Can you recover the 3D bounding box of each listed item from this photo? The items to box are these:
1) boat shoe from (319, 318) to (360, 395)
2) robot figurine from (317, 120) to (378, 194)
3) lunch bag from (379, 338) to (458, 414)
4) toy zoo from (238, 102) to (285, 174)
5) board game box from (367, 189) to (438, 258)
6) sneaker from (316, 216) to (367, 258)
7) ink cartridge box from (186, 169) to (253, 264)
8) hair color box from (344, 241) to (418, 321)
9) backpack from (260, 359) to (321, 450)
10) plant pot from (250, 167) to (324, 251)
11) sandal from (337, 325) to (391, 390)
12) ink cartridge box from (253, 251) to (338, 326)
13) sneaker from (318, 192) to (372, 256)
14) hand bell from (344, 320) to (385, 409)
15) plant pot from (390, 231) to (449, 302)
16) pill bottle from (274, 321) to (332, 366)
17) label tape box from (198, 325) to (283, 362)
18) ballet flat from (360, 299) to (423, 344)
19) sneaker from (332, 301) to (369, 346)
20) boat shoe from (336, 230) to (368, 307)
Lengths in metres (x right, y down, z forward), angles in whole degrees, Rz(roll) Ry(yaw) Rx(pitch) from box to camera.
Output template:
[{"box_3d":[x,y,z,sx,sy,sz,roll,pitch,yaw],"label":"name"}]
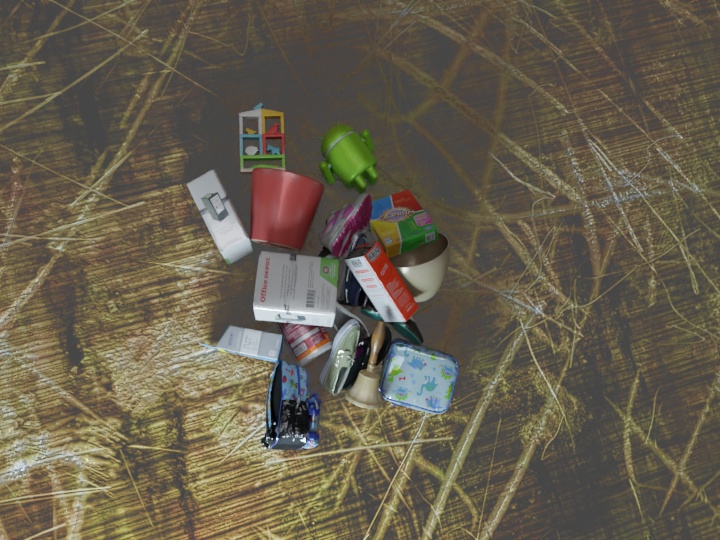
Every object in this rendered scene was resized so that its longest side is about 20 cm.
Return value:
[{"box_3d":[-0.041,0.223,1.484,0.062,0.071,0.205,36,112,35],"label":"boat shoe"},{"box_3d":[-0.031,-0.312,1.602,0.174,0.116,0.202,-38,84,-7],"label":"robot figurine"},{"box_3d":[0.148,0.278,1.515,0.193,0.082,0.166,15,90,-4],"label":"lunch bag"},{"box_3d":[-0.277,-0.374,1.636,0.126,0.020,0.208,-2,79,-7],"label":"toy zoo"},{"box_3d":[0.101,-0.129,1.561,0.149,0.041,0.202,-20,42,-9],"label":"board game box"},{"box_3d":[-0.081,-0.083,1.579,0.199,0.071,0.100,-40,84,-18],"label":"sneaker"},{"box_3d":[-0.362,-0.136,1.516,0.082,0.146,0.204,-27,82,-9],"label":"ink cartridge box"},{"box_3d":[0.053,0.032,1.459,0.061,0.100,0.203,-43,109,-27],"label":"hair color box"},{"box_3d":[-0.169,0.331,1.437,0.130,0.183,0.207,6,66,-13],"label":"backpack"},{"box_3d":[-0.205,-0.153,1.525,0.193,0.200,0.184,12,88,-4],"label":"plant pot"},{"box_3d":[0.007,0.226,1.499,0.202,0.048,0.075,-50,49,4],"label":"sandal"},{"box_3d":[-0.156,0.046,1.420,0.193,0.085,0.150,6,65,-6],"label":"ink cartridge box"},{"box_3d":[-0.042,-0.133,1.517,0.086,0.083,0.201,22,58,29],"label":"sneaker"},{"box_3d":[0.032,0.224,1.439,0.101,0.104,0.207,13,99,-3],"label":"hand bell"},{"box_3d":[0.148,0.001,1.540,0.195,0.201,0.138,-20,117,-9],"label":"plant pot"},{"box_3d":[-0.161,0.134,1.503,0.107,0.110,0.204,-28,83,-11],"label":"pill bottle"},{"box_3d":[-0.294,0.180,1.462,0.193,0.143,0.068,14,77,-3],"label":"label tape box"},{"box_3d":[0.093,0.122,1.558,0.196,0.068,0.070,30,68,0],"label":"ballet flat"},{"box_3d":[-0.048,0.129,1.542,0.073,0.085,0.201,-41,108,1],"label":"sneaker"},{"box_3d":[0.000,0.000,1.534,0.073,0.091,0.207,8,95,-42],"label":"boat shoe"}]
